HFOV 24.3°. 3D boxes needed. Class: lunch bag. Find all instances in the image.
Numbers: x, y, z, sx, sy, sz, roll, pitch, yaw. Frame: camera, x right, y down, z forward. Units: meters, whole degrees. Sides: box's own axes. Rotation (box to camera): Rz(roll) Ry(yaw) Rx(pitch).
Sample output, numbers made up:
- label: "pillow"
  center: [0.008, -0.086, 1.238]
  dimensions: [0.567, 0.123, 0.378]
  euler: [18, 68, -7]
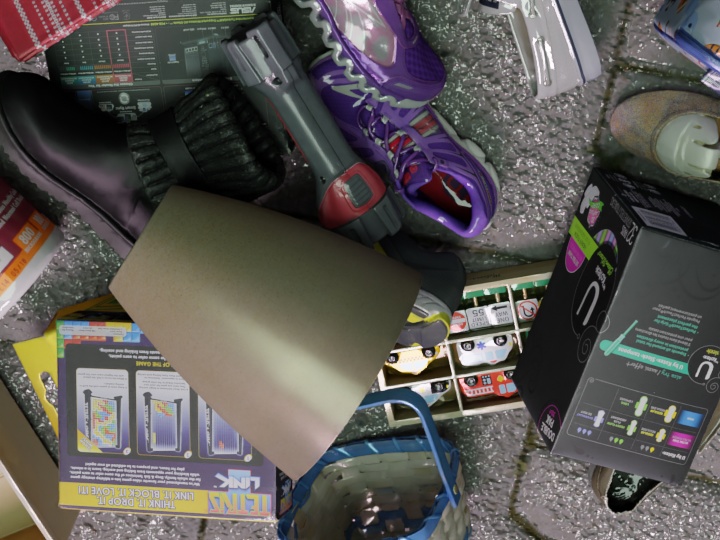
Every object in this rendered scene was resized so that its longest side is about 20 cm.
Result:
- label: "lunch bag"
  center: [0.303, -0.158, 1.246]
  dimensions: [0.160, 0.200, 0.076]
  euler: [34, 106, -9]

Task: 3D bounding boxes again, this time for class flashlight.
- label: "flashlight"
  center: [-0.040, -0.107, 1.325]
  dimensions: [0.067, 0.068, 0.201]
  euler: [-25, 109, 24]

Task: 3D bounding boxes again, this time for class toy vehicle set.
- label: "toy vehicle set"
  center: [0.109, 0.063, 1.469]
  dimensions: [0.198, 0.027, 0.125]
  euler: [-10, 113, 11]

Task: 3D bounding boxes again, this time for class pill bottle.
- label: "pill bottle"
  center: [-0.361, -0.053, 1.424]
  dimensions: [0.200, 0.114, 0.114]
  euler: [42, 113, -13]

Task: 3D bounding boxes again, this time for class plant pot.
- label: "plant pot"
  center: [-0.085, 0.027, 1.282]
  dimensions: [0.199, 0.188, 0.188]
  euler: [33, 115, -8]

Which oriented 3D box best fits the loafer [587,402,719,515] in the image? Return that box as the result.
- label: "loafer"
  center: [0.274, 0.143, 1.462]
  dimensions: [0.075, 0.070, 0.201]
  euler: [30, 115, -8]

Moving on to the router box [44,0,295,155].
- label: "router box"
  center: [-0.156, -0.169, 1.373]
  dimensions: [0.198, 0.062, 0.151]
  euler: [-2, 114, 8]

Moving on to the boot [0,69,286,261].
- label: "boot"
  center: [-0.175, -0.110, 1.321]
  dimensions: [0.157, 0.080, 0.211]
  euler: [-32, 119, 27]

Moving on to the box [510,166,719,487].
- label: "box"
  center: [0.224, 0.045, 1.356]
  dimensions: [0.123, 0.149, 0.202]
  euler: [15, 109, -13]

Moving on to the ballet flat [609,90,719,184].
- label: "ballet flat"
  center: [0.299, -0.097, 1.349]
  dimensions: [0.198, 0.067, 0.069]
  euler: [12, 116, 2]

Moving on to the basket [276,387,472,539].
- label: "basket"
  center: [0.008, 0.192, 1.470]
  dimensions: [0.175, 0.139, 0.201]
  euler: [-11, 119, 28]

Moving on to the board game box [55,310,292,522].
- label: "board game box"
  center: [-0.157, 0.122, 1.426]
  dimensions: [0.198, 0.057, 0.167]
  euler: [2, 98, 13]

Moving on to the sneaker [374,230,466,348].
- label: "sneaker"
  center: [0.000, 0.000, 1.433]
  dimensions: [0.199, 0.085, 0.075]
  euler: [23, 143, 18]

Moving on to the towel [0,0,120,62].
- label: "towel"
  center: [-0.220, -0.271, 1.312]
  dimensions: [0.199, 0.022, 0.145]
  euler: [-30, 85, 6]

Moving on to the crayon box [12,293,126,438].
- label: "crayon box"
  center: [-0.195, 0.081, 1.501]
  dimensions: [0.198, 0.051, 0.128]
  euler: [-15, 112, 13]

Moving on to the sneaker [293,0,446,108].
- label: "sneaker"
  center: [0.006, -0.217, 1.311]
  dimensions: [0.088, 0.081, 0.200]
  euler: [-30, 109, 37]

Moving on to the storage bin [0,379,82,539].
- label: "storage bin"
  center: [-0.392, 0.201, 1.558]
  dimensions: [0.197, 0.094, 0.201]
  euler: [-23, 110, 16]

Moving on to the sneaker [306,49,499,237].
- label: "sneaker"
  center: [0.037, -0.105, 1.368]
  dimensions: [0.199, 0.084, 0.081]
  euler: [38, 113, -10]

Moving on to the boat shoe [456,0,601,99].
- label: "boat shoe"
  center: [0.114, -0.223, 1.306]
  dimensions: [0.086, 0.075, 0.203]
  euler: [-26, 117, -1]
